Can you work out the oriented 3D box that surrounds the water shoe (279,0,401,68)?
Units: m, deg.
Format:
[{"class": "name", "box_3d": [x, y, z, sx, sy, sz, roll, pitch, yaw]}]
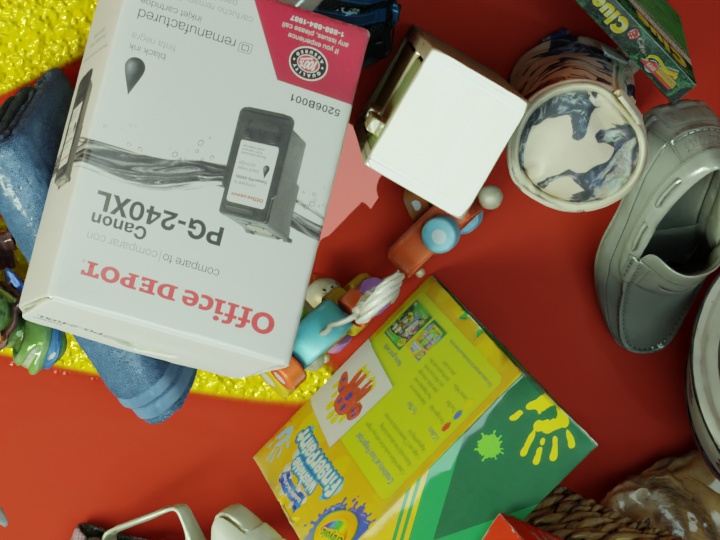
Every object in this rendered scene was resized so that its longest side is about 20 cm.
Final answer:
[{"class": "water shoe", "box_3d": [-0.004, -0.166, 1.461, 0.200, 0.072, 0.079, -42, 117, 11]}]

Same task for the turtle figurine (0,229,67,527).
[{"class": "turtle figurine", "box_3d": [-0.276, 0.060, 1.416, 0.194, 0.144, 0.200, 22, 95, -16]}]

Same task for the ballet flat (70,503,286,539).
[{"class": "ballet flat", "box_3d": [-0.097, 0.178, 1.492, 0.200, 0.069, 0.071, -2, 97, 28]}]

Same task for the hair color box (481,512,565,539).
[{"class": "hair color box", "box_3d": [0.131, 0.227, 1.427, 0.200, 0.064, 0.111, 27, 102, -37]}]

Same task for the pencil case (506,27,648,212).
[{"class": "pencil case", "box_3d": [0.127, -0.090, 1.438, 0.078, 0.200, 0.089, 41, 102, -7]}]

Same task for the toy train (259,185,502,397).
[{"class": "toy train", "box_3d": [0.000, 0.000, 1.467, 0.056, 0.200, 0.150, 48, 115, 2]}]

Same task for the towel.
[{"class": "towel", "box_3d": [-0.158, -0.011, 1.441, 0.048, 0.112, 0.200, -20, 113, 21]}]

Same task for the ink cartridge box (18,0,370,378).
[{"class": "ink cartridge box", "box_3d": [-0.092, -0.053, 1.363, 0.145, 0.083, 0.200, 16, 79, -18]}]

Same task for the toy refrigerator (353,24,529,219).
[{"class": "toy refrigerator", "box_3d": [0.041, -0.091, 1.415, 0.070, 0.200, 0.076, 30, 98, -7]}]

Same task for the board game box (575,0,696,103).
[{"class": "board game box", "box_3d": [0.126, -0.193, 1.461, 0.023, 0.105, 0.200, -39, 110, 18]}]

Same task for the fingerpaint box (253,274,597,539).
[{"class": "fingerpaint box", "box_3d": [0.034, 0.110, 1.473, 0.167, 0.200, 0.073, -46, 111, 1]}]

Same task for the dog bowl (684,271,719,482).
[{"class": "dog bowl", "box_3d": [0.294, 0.076, 1.553, 0.200, 0.074, 0.201, 4, 71, -10]}]

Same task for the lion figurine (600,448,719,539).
[{"class": "lion figurine", "box_3d": [0.248, 0.126, 1.608, 0.122, 0.072, 0.200, 38, 80, -10]}]

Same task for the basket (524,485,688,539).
[{"class": "basket", "box_3d": [0.126, 0.255, 1.529, 0.143, 0.149, 0.200, -18, 122, -47]}]

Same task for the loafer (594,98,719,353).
[{"class": "loafer", "box_3d": [0.190, -0.015, 1.511, 0.070, 0.070, 0.200, -13, 138, -14]}]
